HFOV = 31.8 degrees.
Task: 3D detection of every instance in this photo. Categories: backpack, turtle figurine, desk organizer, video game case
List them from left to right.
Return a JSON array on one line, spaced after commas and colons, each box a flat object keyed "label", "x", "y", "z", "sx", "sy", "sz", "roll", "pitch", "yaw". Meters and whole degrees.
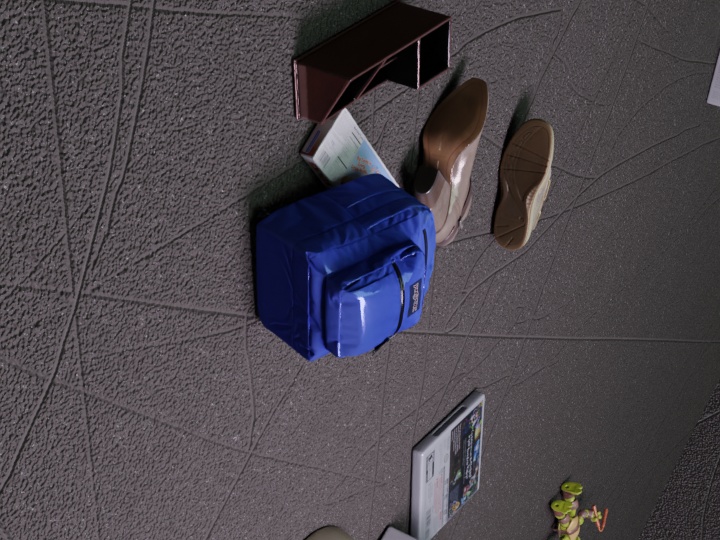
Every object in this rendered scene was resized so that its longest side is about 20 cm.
[{"label": "backpack", "x": 0.000, "y": 0.000, "z": 1.427, "sx": 0.199, "sy": 0.167, "sz": 0.164, "roll": -29, "pitch": 141, "yaw": -36}, {"label": "desk organizer", "x": 0.017, "y": -0.228, "z": 1.405, "sx": 0.200, "sy": 0.076, "sz": 0.073, "roll": -38, "pitch": 139, "yaw": -41}, {"label": "video game case", "x": 0.137, "y": 0.317, "z": 2.006, "sx": 0.181, "sy": 0.023, "sz": 0.202, "roll": -36, "pitch": 136, "yaw": -43}, {"label": "turtle figurine", "x": 0.427, "y": 0.504, "z": 2.554, "sx": 0.199, "sy": 0.064, "sz": 0.163, "roll": -37, "pitch": 131, "yaw": -29}]

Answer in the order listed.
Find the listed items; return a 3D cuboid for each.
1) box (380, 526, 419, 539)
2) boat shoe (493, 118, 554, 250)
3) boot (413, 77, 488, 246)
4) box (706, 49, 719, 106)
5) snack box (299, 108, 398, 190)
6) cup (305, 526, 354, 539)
[{"label": "box", "x": 0.089, "y": 0.535, "z": 1.891, "sx": 0.201, "sy": 0.197, "sz": 0.172, "roll": -55, "pitch": 147, "yaw": -23}, {"label": "boat shoe", "x": 0.244, "y": -0.131, "z": 1.849, "sx": 0.065, "sy": 0.071, "sz": 0.203, "roll": -35, "pitch": 140, "yaw": -56}, {"label": "boot", "x": 0.123, "y": -0.133, "z": 1.661, "sx": 0.201, "sy": 0.070, "sz": 0.146, "roll": -59, "pitch": 155, "yaw": -13}, {"label": "box", "x": 0.767, "y": -0.420, "z": 2.478, "sx": 0.124, "sy": 0.097, "sz": 0.203, "roll": -19, "pitch": 125, "yaw": -52}, {"label": "snack box", "x": -0.008, "y": -0.114, "z": 1.490, "sx": 0.072, "sy": 0.024, "sz": 0.200, "roll": -60, "pitch": 149, "yaw": -13}, {"label": "cup", "x": -0.021, "y": 0.473, "z": 1.729, "sx": 0.200, "sy": 0.142, "sz": 0.203, "roll": -36, "pitch": 137, "yaw": -43}]
